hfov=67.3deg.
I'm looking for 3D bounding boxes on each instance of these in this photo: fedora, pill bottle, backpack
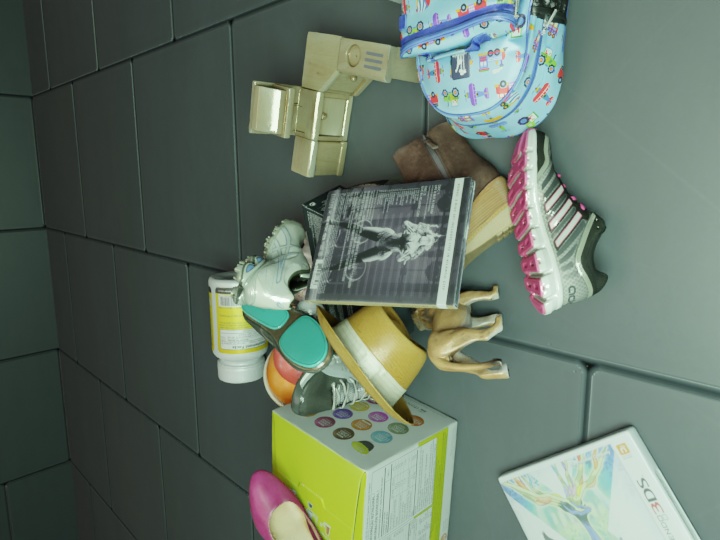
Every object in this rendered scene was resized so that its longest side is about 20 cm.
[{"bbox_3d":[0.027,0.096,0.673,0.081,0.201,0.201,-39,63,1],"label":"fedora"},{"bbox_3d":[-0.239,0.109,1.070,0.113,0.113,0.205,10,104,45],"label":"pill bottle"},{"bbox_3d":[0.131,-0.253,0.596,0.180,0.133,0.205,10,103,44],"label":"backpack"}]

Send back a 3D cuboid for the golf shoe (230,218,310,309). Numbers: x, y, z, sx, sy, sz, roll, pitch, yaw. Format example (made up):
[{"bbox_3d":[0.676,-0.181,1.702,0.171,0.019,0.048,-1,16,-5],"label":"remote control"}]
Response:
[{"bbox_3d":[-0.105,-0.003,0.780,0.095,0.201,0.079,19,125,6],"label":"golf shoe"}]

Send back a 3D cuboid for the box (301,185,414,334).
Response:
[{"bbox_3d":[0.000,0.000,0.779,0.140,0.078,0.203,31,140,41],"label":"box"}]

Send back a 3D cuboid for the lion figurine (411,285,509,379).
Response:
[{"bbox_3d":[0.114,0.073,0.662,0.120,0.200,0.074,-8,105,14],"label":"lion figurine"}]

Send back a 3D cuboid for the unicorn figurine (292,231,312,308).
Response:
[{"bbox_3d":[-0.094,-0.008,0.936,0.135,0.074,0.204,13,121,35],"label":"unicorn figurine"}]

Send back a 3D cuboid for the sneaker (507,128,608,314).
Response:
[{"bbox_3d":[0.216,-0.057,0.586,0.074,0.085,0.204,87,177,-77],"label":"sneaker"}]

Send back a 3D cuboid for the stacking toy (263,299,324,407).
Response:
[{"bbox_3d":[-0.084,0.117,0.845,0.146,0.144,0.202,48,150,29],"label":"stacking toy"}]

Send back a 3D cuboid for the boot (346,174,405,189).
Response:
[{"bbox_3d":[0.041,-0.065,0.782,0.198,0.067,0.134,-2,101,48],"label":"boot"}]

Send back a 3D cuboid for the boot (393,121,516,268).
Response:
[{"bbox_3d":[0.082,-0.076,0.672,0.198,0.073,0.168,-32,67,-2],"label":"boot"}]

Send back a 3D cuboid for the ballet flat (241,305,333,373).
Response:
[{"bbox_3d":[-0.090,0.088,0.739,0.199,0.068,0.069,33,161,44],"label":"ballet flat"}]

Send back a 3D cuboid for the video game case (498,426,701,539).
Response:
[{"bbox_3d":[0.277,0.300,0.625,0.200,0.022,0.185,-43,66,42],"label":"video game case"}]

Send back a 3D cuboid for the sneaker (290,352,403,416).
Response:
[{"bbox_3d":[0.002,0.165,0.770,0.114,0.198,0.077,24,119,32],"label":"sneaker"}]

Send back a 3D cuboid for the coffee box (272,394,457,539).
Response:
[{"bbox_3d":[0.001,0.302,0.789,0.198,0.195,0.205,16,108,44],"label":"coffee box"}]

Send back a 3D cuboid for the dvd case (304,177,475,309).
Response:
[{"bbox_3d":[0.031,-0.032,0.633,0.197,0.016,0.152,-1,68,33],"label":"dvd case"}]

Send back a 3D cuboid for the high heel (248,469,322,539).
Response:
[{"bbox_3d":[-0.071,0.338,0.679,0.202,0.067,0.096,56,145,3],"label":"high heel"}]

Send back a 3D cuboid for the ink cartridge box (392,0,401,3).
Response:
[{"bbox_3d":[0.017,-0.425,0.642,0.082,0.198,0.149,6,102,42],"label":"ink cartridge box"}]

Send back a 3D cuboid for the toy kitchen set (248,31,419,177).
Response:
[{"bbox_3d":[-0.040,-0.221,0.764,0.179,0.161,0.204,28,117,40],"label":"toy kitchen set"}]
